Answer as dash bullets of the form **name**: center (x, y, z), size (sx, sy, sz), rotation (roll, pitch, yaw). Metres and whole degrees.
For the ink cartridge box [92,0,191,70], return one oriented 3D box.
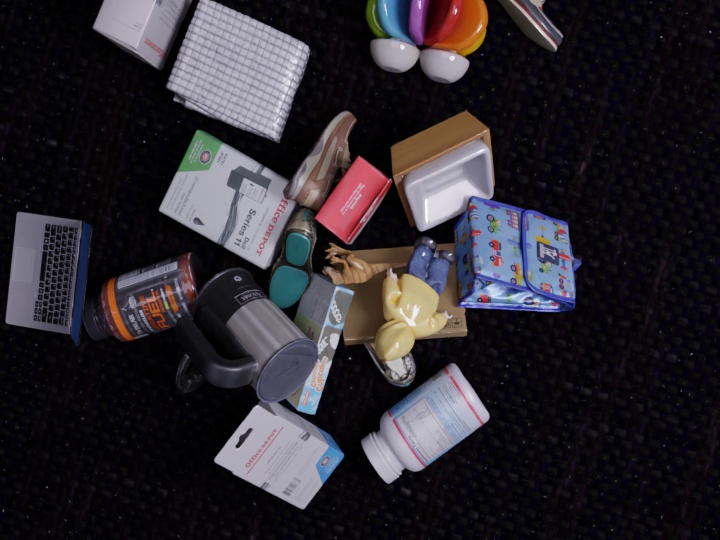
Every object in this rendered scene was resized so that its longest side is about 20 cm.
- **ink cartridge box**: center (-0.325, -0.437, 1.275), size (0.081, 0.147, 0.204), rotation (25, 93, 1)

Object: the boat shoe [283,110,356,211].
- **boat shoe**: center (-0.051, -0.170, 1.287), size (0.071, 0.076, 0.202), rotation (35, 58, -8)

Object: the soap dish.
- **soap dish**: center (0.128, -0.152, 1.260), size (0.154, 0.200, 0.083), rotation (-25, 68, 3)

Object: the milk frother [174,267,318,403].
- **milk frother**: center (-0.188, 0.140, 1.265), size (0.178, 0.203, 0.188), rotation (-28, 52, -28)

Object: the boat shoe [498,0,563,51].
- **boat shoe**: center (0.259, -0.439, 1.302), size (0.062, 0.071, 0.200), rotation (-42, 87, 0)

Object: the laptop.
- **laptop**: center (-0.503, 0.010, 1.304), size (0.194, 0.116, 0.193), rotation (8, 92, 9)

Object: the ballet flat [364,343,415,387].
- **ballet flat**: center (0.030, 0.102, 1.330), size (0.071, 0.072, 0.203), rotation (-32, 91, 3)

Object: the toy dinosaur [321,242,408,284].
- **toy dinosaur**: center (0.000, 0.000, 1.282), size (0.105, 0.198, 0.062), rotation (28, 118, 33)

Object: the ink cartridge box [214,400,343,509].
- **ink cartridge box**: center (-0.136, 0.283, 1.296), size (0.199, 0.067, 0.117), rotation (39, 92, -33)

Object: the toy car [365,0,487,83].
- **toy car**: center (0.104, -0.399, 1.264), size (0.195, 0.150, 0.180), rotation (12, 93, 1)

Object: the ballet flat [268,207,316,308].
- **ballet flat**: center (-0.102, -0.023, 1.307), size (0.066, 0.202, 0.076), rotation (18, 49, -2)

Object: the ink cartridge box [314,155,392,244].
- **ink cartridge box**: center (-0.010, -0.106, 1.254), size (0.067, 0.200, 0.117), rotation (36, 91, 0)

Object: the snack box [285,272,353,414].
- **snack box**: center (-0.077, 0.114, 1.309), size (0.036, 0.116, 0.205), rotation (16, 94, -27)

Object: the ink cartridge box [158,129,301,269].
- **ink cartridge box**: center (-0.203, -0.113, 1.318), size (0.197, 0.083, 0.149), rotation (28, 93, -1)

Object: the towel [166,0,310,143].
- **towel**: center (-0.195, -0.318, 1.311), size (0.196, 0.086, 0.169), rotation (22, 94, -1)

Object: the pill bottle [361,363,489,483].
- **pill bottle**: center (0.102, 0.251, 1.314), size (0.198, 0.109, 0.110), rotation (-36, 91, 3)

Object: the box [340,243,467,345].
- **box**: center (0.066, 0.035, 1.307), size (0.194, 0.021, 0.167), rotation (-4, 58, 2)

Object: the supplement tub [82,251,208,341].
- **supplement tub**: center (-0.347, 0.050, 1.318), size (0.195, 0.107, 0.110), rotation (-19, 92, 3)

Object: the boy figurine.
- **boy figurine**: center (0.083, 0.054, 1.241), size (0.123, 0.064, 0.203), rotation (29, 69, -12)

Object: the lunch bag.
- **lunch bag**: center (0.255, -0.016, 1.289), size (0.195, 0.095, 0.154), rotation (8, 57, -11)
